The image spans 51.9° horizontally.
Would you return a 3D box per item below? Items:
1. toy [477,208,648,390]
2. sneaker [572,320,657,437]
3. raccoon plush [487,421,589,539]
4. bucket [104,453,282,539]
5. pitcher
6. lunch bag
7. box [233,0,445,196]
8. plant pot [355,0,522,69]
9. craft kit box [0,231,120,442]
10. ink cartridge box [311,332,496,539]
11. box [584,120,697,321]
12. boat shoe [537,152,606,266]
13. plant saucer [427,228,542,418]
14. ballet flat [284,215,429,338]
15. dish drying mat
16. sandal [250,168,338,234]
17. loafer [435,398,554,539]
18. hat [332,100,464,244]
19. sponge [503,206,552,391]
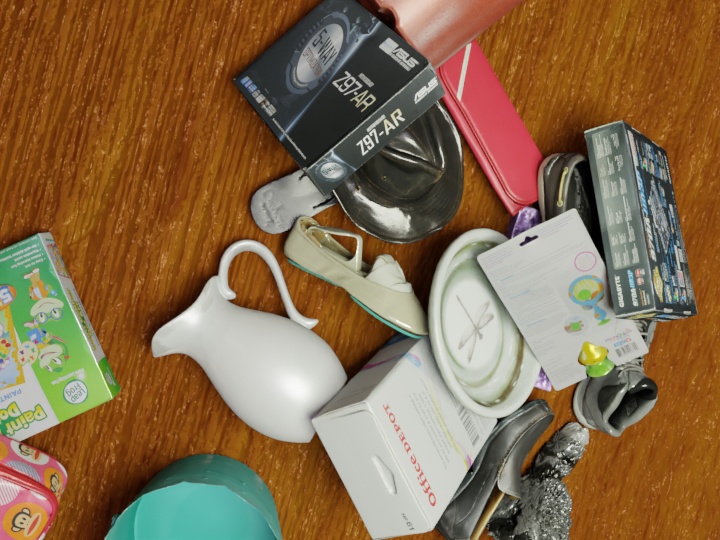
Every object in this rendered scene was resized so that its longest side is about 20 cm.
[{"bbox_3d":[0.223,0.030,0.815,0.114,0.047,0.202,-26,110,20],"label":"toy"},{"bbox_3d":[0.322,0.101,0.864,0.073,0.115,0.204,17,92,-7],"label":"sneaker"},{"bbox_3d":[0.246,0.305,0.886,0.200,0.097,0.134,-45,105,-2],"label":"raccoon plush"},{"bbox_3d":[-0.176,0.310,0.810,0.202,0.135,0.213,0,93,-6],"label":"bucket"},{"bbox_3d":[-0.103,0.077,0.821,0.198,0.121,0.173,33,77,4],"label":"pitcher"},{"bbox_3d":[-0.430,0.263,0.783,0.174,0.082,0.202,32,100,-20],"label":"lunch bag"},{"bbox_3d":[-0.029,-0.191,0.770,0.159,0.201,0.044,-39,139,2],"label":"box"},{"bbox_3d":[0.093,-0.327,0.779,0.195,0.201,0.201,-41,97,5],"label":"plant pot"},{"bbox_3d":[-0.399,0.089,0.817,0.197,0.049,0.201,-24,99,-4],"label":"craft kit box"},{"bbox_3d":[0.053,0.163,0.794,0.084,0.200,0.147,-23,98,34],"label":"ink cartridge box"},{"bbox_3d":[0.313,-0.048,0.817,0.045,0.157,0.205,-14,78,37],"label":"box"},{"bbox_3d":[0.246,-0.031,0.840,0.070,0.061,0.206,-13,99,-12],"label":"boat shoe"},{"bbox_3d":[0.129,0.058,0.814,0.197,0.050,0.205,9,78,-43],"label":"plant saucer"},{"bbox_3d":[0.000,0.000,0.808,0.198,0.069,0.070,30,91,19],"label":"ballet flat"},{"bbox_3d":[0.154,-0.168,0.861,0.076,0.018,0.203,-30,90,-20],"label":"dish drying mat"},{"bbox_3d":[-0.035,-0.106,0.844,0.199,0.043,0.077,-37,97,-3],"label":"sandal"},{"bbox_3d":[0.165,0.241,0.867,0.201,0.072,0.073,-51,140,5],"label":"loafer"},{"bbox_3d":[0.048,-0.136,0.799,0.196,0.081,0.206,4,80,-22],"label":"hat"},{"bbox_3d":[0.207,0.034,0.889,0.109,0.030,0.204,18,91,-7],"label":"sponge"}]
